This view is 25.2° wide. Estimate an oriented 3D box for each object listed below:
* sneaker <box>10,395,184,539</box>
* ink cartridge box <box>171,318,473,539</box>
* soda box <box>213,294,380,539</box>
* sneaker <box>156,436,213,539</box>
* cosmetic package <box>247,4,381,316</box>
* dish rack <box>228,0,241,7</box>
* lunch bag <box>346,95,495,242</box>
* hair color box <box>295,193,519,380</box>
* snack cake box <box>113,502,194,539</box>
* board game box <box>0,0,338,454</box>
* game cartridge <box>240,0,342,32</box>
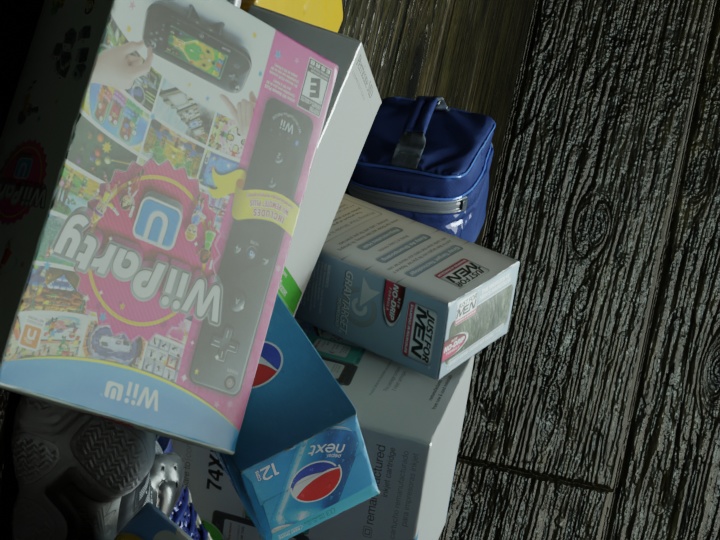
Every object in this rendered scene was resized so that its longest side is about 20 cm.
[{"bbox_3d":[-0.141,0.100,0.890,0.114,0.075,0.202,-60,165,-64],"label":"sneaker"},{"bbox_3d":[-0.041,0.125,1.109,0.146,0.198,0.148,-54,154,-64],"label":"ink cartridge box"},{"bbox_3d":[-0.066,0.050,0.869,0.200,0.067,0.065,52,-17,46],"label":"soda box"},{"bbox_3d":[-0.111,0.190,1.035,0.081,0.114,0.201,-65,164,-56],"label":"sneaker"},{"bbox_3d":[-0.064,-0.052,1.036,0.108,0.084,0.202,58,53,-72],"label":"cosmetic package"},{"bbox_3d":[-0.108,-0.136,0.873,0.172,0.043,0.202,13,89,-81],"label":"dish rack"},{"bbox_3d":[0.060,-0.096,1.611,0.200,0.134,0.133,-62,162,-59],"label":"lunch bag"},{"bbox_3d":[0.000,0.000,1.133,0.099,0.199,0.061,-28,132,-51],"label":"hair color box"},{"bbox_3d":[-0.142,0.226,0.816,0.200,0.067,0.115,-48,163,-15],"label":"snack cake box"},{"bbox_3d":[-0.101,-0.030,0.763,0.147,0.064,0.202,23,80,-45],"label":"board game box"},{"bbox_3d":[-0.054,-0.194,1.167,0.201,0.032,0.177,84,20,-54],"label":"game cartridge"}]
